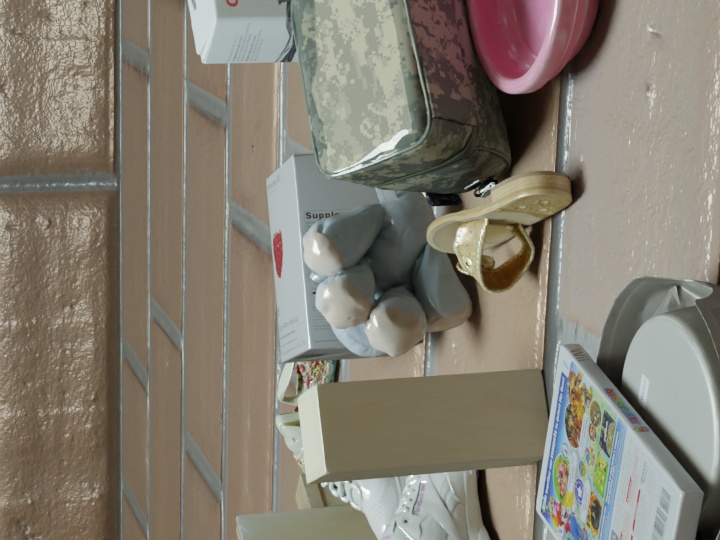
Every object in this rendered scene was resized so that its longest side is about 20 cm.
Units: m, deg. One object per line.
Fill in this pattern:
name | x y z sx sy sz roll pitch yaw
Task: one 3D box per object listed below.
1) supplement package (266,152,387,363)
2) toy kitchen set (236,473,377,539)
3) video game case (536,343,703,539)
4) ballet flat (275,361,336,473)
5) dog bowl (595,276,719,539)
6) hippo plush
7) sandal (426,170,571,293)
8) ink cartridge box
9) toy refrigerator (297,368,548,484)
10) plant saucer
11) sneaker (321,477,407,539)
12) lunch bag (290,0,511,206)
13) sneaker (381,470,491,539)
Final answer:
supplement package | -0.021 -0.013 1.853 0.121 0.120 0.200 148 118 -71
toy kitchen set | -0.058 0.350 1.951 0.200 0.163 0.181 -110 24 -44
video game case | 0.174 0.159 1.241 0.200 0.018 0.143 -124 35 -58
ballet flat | -0.068 0.158 2.123 0.076 0.064 0.200 -127 37 -59
dog bowl | 0.223 0.099 1.200 0.200 0.059 0.201 178 90 -72
hippo plush | 0.000 0.000 1.703 0.161 0.159 0.200 141 124 -60
sandal | 0.112 -0.018 1.502 0.212 0.077 0.070 143 129 -63
ink cartridge box | -0.071 -0.294 1.838 0.083 0.200 0.146 121 143 -60
toy refrigerator | 0.053 0.131 1.508 0.070 0.200 0.076 138 126 -68
plant saucer | 0.140 -0.241 1.428 0.200 0.051 0.201 177 90 -73
sneaker | -0.003 0.214 1.861 0.200 0.087 0.075 -118 32 -51
lunch bag | 0.047 -0.165 1.539 0.139 0.168 0.200 -22 73 39
sneaker | 0.063 0.215 1.657 0.075 0.099 0.200 108 154 -53
